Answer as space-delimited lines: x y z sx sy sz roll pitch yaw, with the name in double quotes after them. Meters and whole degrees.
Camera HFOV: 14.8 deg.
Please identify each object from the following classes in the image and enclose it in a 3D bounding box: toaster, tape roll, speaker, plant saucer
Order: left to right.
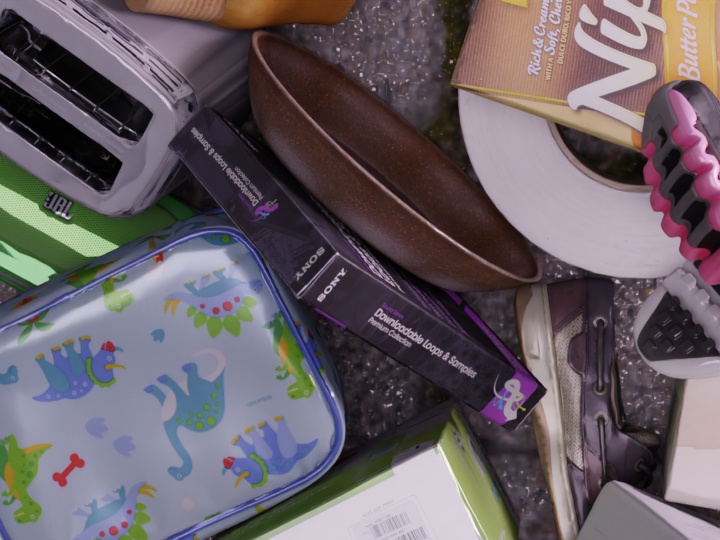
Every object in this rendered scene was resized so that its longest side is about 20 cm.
-0.167 -0.027 1.540 0.200 0.088 0.089 28 96 2 "speaker"
-0.139 -0.110 1.496 0.200 0.129 0.114 37 120 2 "toaster"
0.010 -0.050 1.467 0.200 0.200 0.037 41 103 1 "plant saucer"
0.153 -0.098 1.514 0.202 0.071 0.203 0 95 5 "tape roll"

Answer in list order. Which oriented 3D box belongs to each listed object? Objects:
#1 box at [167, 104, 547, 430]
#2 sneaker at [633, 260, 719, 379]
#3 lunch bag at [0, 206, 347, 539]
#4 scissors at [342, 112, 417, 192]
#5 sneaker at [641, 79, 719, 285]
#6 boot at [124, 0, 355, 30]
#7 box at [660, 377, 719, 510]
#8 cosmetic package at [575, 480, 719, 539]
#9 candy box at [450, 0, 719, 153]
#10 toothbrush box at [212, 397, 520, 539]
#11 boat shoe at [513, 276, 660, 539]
0.000 0.000 1.449 0.036 0.200 0.143 -49 48 8 "box"
0.236 0.016 1.484 0.200 0.081 0.075 -22 63 -17 "sneaker"
-0.115 0.071 1.467 0.200 0.082 0.161 -26 100 6 "lunch bag"
-0.043 -0.118 1.557 0.200 0.014 0.073 27 95 4 "scissors"
0.221 -0.019 1.405 0.095 0.079 0.200 -33 91 -17 "sneaker"
-0.039 -0.217 1.440 0.071 0.144 0.201 48 131 39 "boot"
0.268 0.100 1.510 0.200 0.095 0.078 9 94 3 "box"
0.184 0.249 1.463 0.165 0.165 0.200 24 98 -31 "cosmetic package"
0.160 -0.119 1.449 0.200 0.055 0.116 19 97 2 "candy box"
0.002 0.146 1.481 0.145 0.200 0.086 -27 91 7 "toothbrush box"
0.134 0.100 1.533 0.065 0.072 0.200 -14 87 11 "boat shoe"
